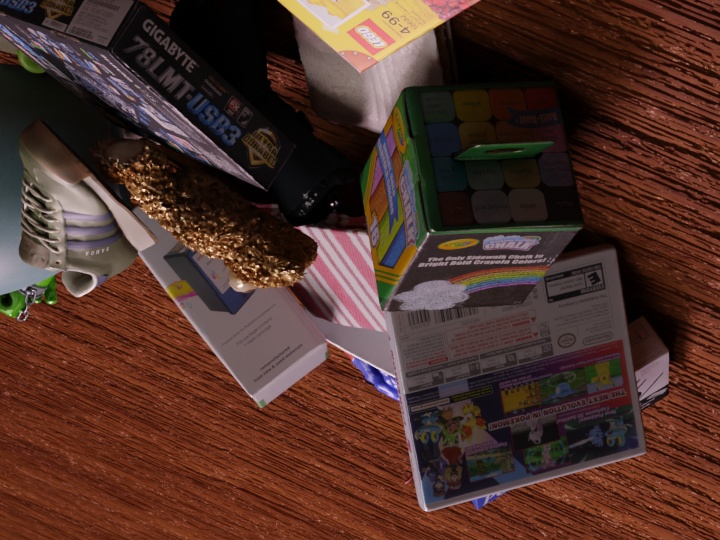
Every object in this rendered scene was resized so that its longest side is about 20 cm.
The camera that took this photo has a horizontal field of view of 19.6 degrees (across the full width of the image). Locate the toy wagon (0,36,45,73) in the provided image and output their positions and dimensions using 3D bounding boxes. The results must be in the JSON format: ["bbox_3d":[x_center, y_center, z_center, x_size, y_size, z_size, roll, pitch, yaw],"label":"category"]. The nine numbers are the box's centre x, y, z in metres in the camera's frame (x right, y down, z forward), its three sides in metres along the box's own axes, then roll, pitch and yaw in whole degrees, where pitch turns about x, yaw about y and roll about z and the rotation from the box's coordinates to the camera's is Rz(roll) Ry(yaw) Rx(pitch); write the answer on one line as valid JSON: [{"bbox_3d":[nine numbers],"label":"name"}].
[{"bbox_3d":[-0.296,-0.201,1.768,0.200,0.040,0.155,14,-170,-22],"label":"toy wagon"}]

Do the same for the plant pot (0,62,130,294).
[{"bbox_3d":[-0.268,-0.085,1.759,0.135,0.200,0.200,-8,148,2],"label":"plant pot"}]

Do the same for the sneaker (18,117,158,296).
[{"bbox_3d":[-0.233,-0.038,1.638,0.067,0.090,0.200,46,177,28],"label":"sneaker"}]

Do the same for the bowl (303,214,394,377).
[{"bbox_3d":[0.054,0.028,1.870,0.200,0.075,0.200,26,153,4],"label":"bowl"}]

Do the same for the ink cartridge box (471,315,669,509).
[{"bbox_3d":[0.171,0.122,1.789,0.044,0.200,0.094,57,172,27],"label":"ink cartridge box"}]

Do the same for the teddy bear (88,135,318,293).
[{"bbox_3d":[-0.132,-0.043,1.655,0.200,0.067,0.145,33,175,-30],"label":"teddy bear"}]

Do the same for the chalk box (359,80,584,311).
[{"bbox_3d":[0.086,-0.064,1.570,0.125,0.124,0.200,-2,157,-16],"label":"chalk box"}]

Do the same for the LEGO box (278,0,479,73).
[{"bbox_3d":[-0.015,-0.248,1.412,0.200,0.077,0.149,39,141,-21],"label":"LEGO box"}]

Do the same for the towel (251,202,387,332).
[{"bbox_3d":[0.000,0.000,1.765,0.200,0.030,0.146,9,145,41],"label":"towel"}]

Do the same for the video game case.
[{"bbox_3d":[0.128,0.087,1.711,0.023,0.200,0.183,-146,44,-72],"label":"video game case"}]

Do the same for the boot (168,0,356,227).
[{"bbox_3d":[-0.070,-0.131,1.639,0.168,0.076,0.200,50,164,15],"label":"boot"}]

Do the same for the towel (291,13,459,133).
[{"bbox_3d":[0.011,-0.165,1.610,0.132,0.035,0.200,17,152,20],"label":"towel"}]

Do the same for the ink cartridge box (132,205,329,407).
[{"bbox_3d":[-0.121,0.018,1.877,0.200,0.087,0.145,53,176,6],"label":"ink cartridge box"}]

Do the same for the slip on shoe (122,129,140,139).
[{"bbox_3d":[-0.204,-0.140,1.841,0.200,0.076,0.061,2,104,56],"label":"slip on shoe"}]

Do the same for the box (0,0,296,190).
[{"bbox_3d":[-0.174,-0.149,1.552,0.198,0.050,0.200,25,169,44],"label":"box"}]

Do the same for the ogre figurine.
[{"bbox_3d":[-0.263,-0.047,1.929,0.098,0.200,0.120,49,138,13],"label":"ogre figurine"}]

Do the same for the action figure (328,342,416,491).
[{"bbox_3d":[0.034,0.140,2.069,0.200,0.099,0.065,31,155,-11],"label":"action figure"}]
